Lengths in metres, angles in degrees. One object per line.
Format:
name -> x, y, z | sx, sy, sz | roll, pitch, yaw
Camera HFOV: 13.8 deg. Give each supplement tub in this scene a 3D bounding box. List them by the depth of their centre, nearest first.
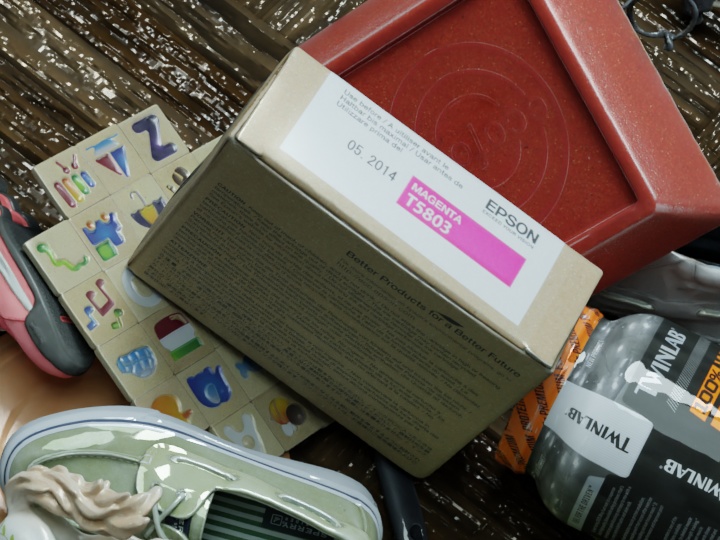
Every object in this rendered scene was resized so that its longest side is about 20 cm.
supplement tub -> 0.179, 0.102, 1.572 | 0.200, 0.123, 0.123 | 26, 61, 7

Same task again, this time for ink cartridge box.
ink cartridge box -> 0.000, 0.000, 1.536 | 0.200, 0.165, 0.075 | 37, 56, -6

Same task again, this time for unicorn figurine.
unicorn figurine -> -0.169, 0.190, 1.490 | 0.137, 0.074, 0.200 | 18, 86, 11

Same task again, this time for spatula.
spatula -> 0.011, 0.064, 1.625 | 0.056, 0.021, 0.200 | 6, 63, -36

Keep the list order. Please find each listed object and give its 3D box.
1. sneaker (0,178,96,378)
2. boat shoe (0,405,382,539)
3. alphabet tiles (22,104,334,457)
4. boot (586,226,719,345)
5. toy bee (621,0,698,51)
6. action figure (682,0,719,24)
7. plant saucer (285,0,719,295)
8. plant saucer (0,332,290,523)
sneaker -> -0.212, -0.001, 1.607 | 0.087, 0.074, 0.200 | -47, 61, 12
boat shoe -> -0.085, 0.116, 1.512 | 0.200, 0.062, 0.072 | 10, 104, -4
alphabet tiles -> -0.087, 0.010, 1.601 | 0.166, 0.006, 0.200 | -32, 86, -44
boot -> 0.141, -0.019, 1.649 | 0.200, 0.096, 0.074 | 14, 60, 0
toy bee -> 0.072, -0.102, 1.652 | 0.131, 0.200, 0.109 | 38, 51, -27
action figure -> 0.274, -0.132, 1.729 | 0.119, 0.102, 0.200 | -28, 66, -33
plant saucer -> 0.067, -0.069, 1.591 | 0.200, 0.199, 0.037 | 61, 31, 2
plant saucer -> -0.135, 0.108, 1.579 | 0.200, 0.032, 0.201 | 3, 60, -6
